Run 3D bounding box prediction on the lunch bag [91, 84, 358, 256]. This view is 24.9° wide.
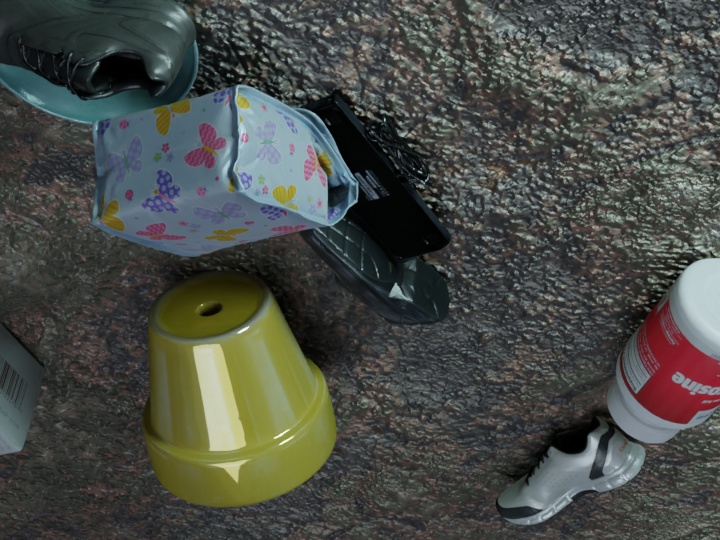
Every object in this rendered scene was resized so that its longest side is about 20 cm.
[{"bbox_3d":[-0.121,-0.084,1.479,0.169,0.127,0.200,-11,162,30],"label":"lunch bag"}]

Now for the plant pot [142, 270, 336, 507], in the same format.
[{"bbox_3d":[-0.138,0.111,1.693,0.200,0.201,0.189,-3,123,13],"label":"plant pot"}]

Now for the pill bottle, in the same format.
[{"bbox_3d":[0.326,0.087,1.631,0.112,0.112,0.200,16,140,-10],"label":"pill bottle"}]

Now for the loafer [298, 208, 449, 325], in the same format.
[{"bbox_3d":[0.000,0.000,1.617,0.072,0.073,0.200,-22,131,38],"label":"loafer"}]

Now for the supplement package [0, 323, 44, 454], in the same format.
[{"bbox_3d":[-0.478,0.141,1.829,0.200,0.117,0.117,-12,137,24],"label":"supplement package"}]

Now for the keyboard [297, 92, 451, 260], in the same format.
[{"bbox_3d":[0.021,-0.094,1.533,0.104,0.040,0.200,-12,131,39],"label":"keyboard"}]

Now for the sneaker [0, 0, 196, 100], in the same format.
[{"bbox_3d":[-0.242,-0.187,1.362,0.200,0.091,0.076,2,142,9],"label":"sneaker"}]

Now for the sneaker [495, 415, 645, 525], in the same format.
[{"bbox_3d":[0.226,0.224,1.859,0.200,0.074,0.080,-34,111,33],"label":"sneaker"}]

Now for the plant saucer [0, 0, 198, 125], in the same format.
[{"bbox_3d":[-0.238,-0.209,1.433,0.200,0.036,0.200,4,141,4],"label":"plant saucer"}]
